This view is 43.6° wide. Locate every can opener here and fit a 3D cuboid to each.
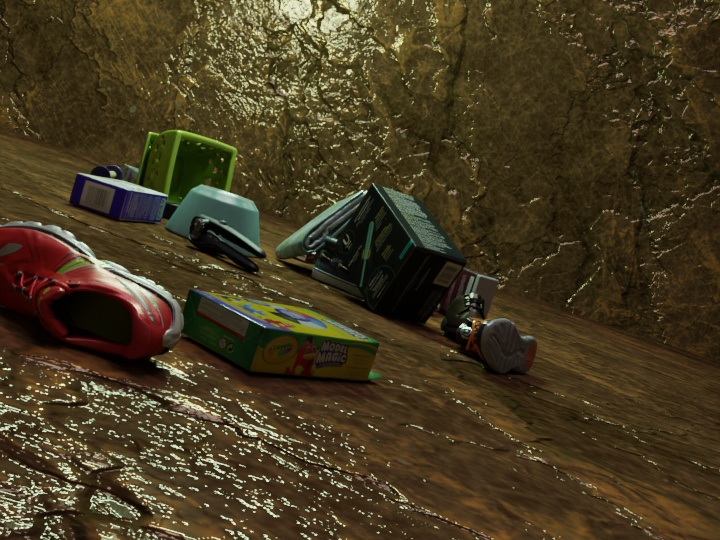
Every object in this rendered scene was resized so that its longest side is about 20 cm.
[{"bbox_3d":[-0.235,-0.051,1.594,0.199,0.064,0.078,22,5,42],"label":"can opener"}]

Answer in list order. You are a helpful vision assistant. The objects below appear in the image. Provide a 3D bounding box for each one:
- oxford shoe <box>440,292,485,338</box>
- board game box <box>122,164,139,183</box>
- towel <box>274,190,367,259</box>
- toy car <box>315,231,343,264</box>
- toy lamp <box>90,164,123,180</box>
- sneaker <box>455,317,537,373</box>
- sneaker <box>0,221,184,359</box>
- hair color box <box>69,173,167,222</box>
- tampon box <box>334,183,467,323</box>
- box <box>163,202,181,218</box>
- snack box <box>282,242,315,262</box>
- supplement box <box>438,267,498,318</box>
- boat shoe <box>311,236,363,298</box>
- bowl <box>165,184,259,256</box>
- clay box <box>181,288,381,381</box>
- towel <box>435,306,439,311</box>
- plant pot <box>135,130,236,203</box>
[{"bbox_3d":[0.187,0.080,1.581,0.072,0.085,0.200,19,6,-10],"label":"oxford shoe"},{"bbox_3d":[-0.574,-0.234,2.496,0.147,0.065,0.200,15,6,-30],"label":"board game box"},{"bbox_3d":[-0.075,-0.091,1.893,0.048,0.200,0.171,55,-22,-7],"label":"towel"},{"bbox_3d":[0.016,-0.039,1.910,0.174,0.151,0.200,20,5,30],"label":"toy car"},{"bbox_3d":[-0.665,-0.250,2.370,0.058,0.059,0.200,18,6,-4],"label":"toy lamp"},{"bbox_3d":[0.186,0.109,1.366,0.111,0.078,0.200,16,-8,31],"label":"sneaker"},{"bbox_3d":[-0.237,0.015,0.708,0.199,0.078,0.085,19,9,9],"label":"sneaker"},{"bbox_3d":[-0.467,-0.140,1.752,0.109,0.065,0.200,18,3,8],"label":"hair color box"},{"bbox_3d":[0.068,-0.031,1.625,0.126,0.150,0.200,16,29,-35],"label":"tampon box"},{"bbox_3d":[-0.354,-0.113,2.069,0.199,0.036,0.143,20,4,7],"label":"box"},{"bbox_3d":[-0.119,-0.037,2.162,0.071,0.024,0.200,21,5,21],"label":"snack box"},{"bbox_3d":[0.197,0.041,1.938,0.061,0.110,0.200,13,7,-38],"label":"supplement box"},{"bbox_3d":[0.000,0.000,1.746,0.199,0.092,0.071,20,5,23],"label":"boat shoe"},{"bbox_3d":[-0.285,-0.107,1.825,0.199,0.106,0.201,19,5,-2],"label":"bowl"},{"bbox_3d":[-0.070,0.067,0.903,0.114,0.048,0.199,22,7,38],"label":"clay box"},{"bbox_3d":[0.115,-0.012,1.869,0.132,0.034,0.201,40,35,-26],"label":"towel"},{"bbox_3d":[-0.460,-0.247,2.304,0.181,0.202,0.198,14,1,43],"label":"plant pot"}]
